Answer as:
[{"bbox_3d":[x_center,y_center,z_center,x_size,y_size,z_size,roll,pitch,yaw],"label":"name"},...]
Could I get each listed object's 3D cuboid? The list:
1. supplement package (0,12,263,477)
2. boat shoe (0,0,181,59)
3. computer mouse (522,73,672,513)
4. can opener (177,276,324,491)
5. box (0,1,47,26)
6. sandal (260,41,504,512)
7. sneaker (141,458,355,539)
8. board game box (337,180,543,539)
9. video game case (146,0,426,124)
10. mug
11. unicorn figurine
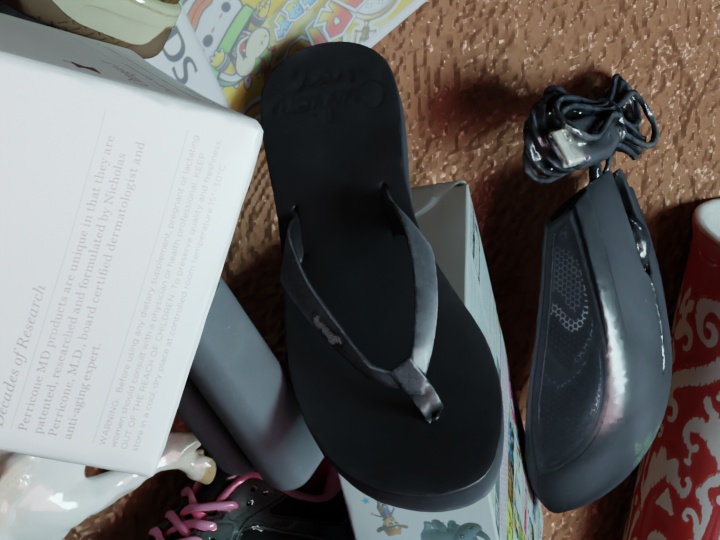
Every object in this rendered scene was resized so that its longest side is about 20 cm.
[{"bbox_3d":[-0.152,-0.026,0.706,0.199,0.117,0.118,13,100,-29],"label":"supplement package"},{"bbox_3d":[-0.134,-0.138,0.765,0.202,0.075,0.075,18,105,-43],"label":"boat shoe"},{"bbox_3d":[0.113,0.015,1.075,0.138,0.053,0.201,-20,115,-65],"label":"computer mouse"},{"bbox_3d":[-0.081,0.025,0.875,0.067,0.053,0.200,-55,136,-24],"label":"can opener"},{"bbox_3d":[-0.127,-0.172,0.812,0.143,0.036,0.201,-20,124,-17],"label":"box"},{"bbox_3d":[-0.001,0.000,0.907,0.076,0.201,0.043,-19,157,1],"label":"sandal"},{"bbox_3d":[-0.068,0.122,1.008,0.200,0.079,0.096,-18,114,-44],"label":"sneaker"},{"bbox_3d":[0.035,0.086,1.024,0.064,0.148,0.201,-8,125,10],"label":"board game box"},{"bbox_3d":[-0.028,-0.160,0.939,0.200,0.023,0.182,-42,132,-20],"label":"video game case"},{"bbox_3d":[0.223,0.080,1.208,0.177,0.133,0.201,-2,114,-40],"label":"mug"},{"bbox_3d":[-0.120,0.072,0.941,0.137,0.074,0.201,-12,101,-38],"label":"unicorn figurine"}]
